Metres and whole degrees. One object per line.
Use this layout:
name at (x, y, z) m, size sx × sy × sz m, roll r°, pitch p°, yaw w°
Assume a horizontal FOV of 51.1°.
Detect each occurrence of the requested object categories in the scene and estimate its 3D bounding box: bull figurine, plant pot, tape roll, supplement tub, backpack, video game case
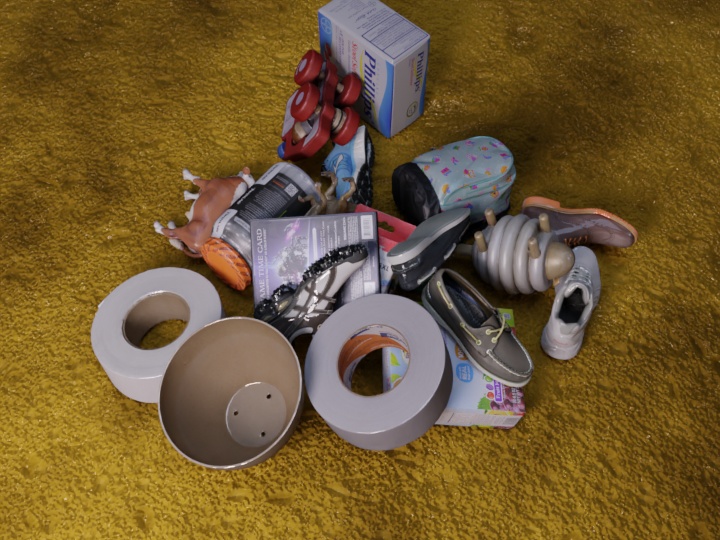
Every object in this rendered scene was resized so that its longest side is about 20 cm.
bull figurine at (-0.262, -0.111, 1.292) m, size 0.119 × 0.066 × 0.202 m, roll 13°, pitch 55°, yaw 13°
plant pot at (-0.163, 0.184, 1.046) m, size 0.196 × 0.135 × 0.204 m, roll -4°, pitch 64°, yaw 8°
tape roll at (0.025, 0.136, 1.024) m, size 0.196 × 0.067 × 0.204 m, roll -9°, pitch 55°, yaw 13°
supplement tub at (-0.159, -0.071, 1.230) m, size 0.121 × 0.123 × 0.200 m, roll 32°, pitch 61°, yaw 20°
tape roll at (-0.300, 0.094, 1.140) m, size 0.198 × 0.071 × 0.205 m, roll -3°, pitch 51°, yaw 4°
backpack at (0.168, -0.139, 1.272) m, size 0.196 × 0.128 × 0.168 m, roll -17°, pitch 55°, yaw -15°
video game case at (-0.068, -0.009, 1.127) m, size 0.196 × 0.019 × 0.146 m, roll -3°, pitch 91°, yaw 12°

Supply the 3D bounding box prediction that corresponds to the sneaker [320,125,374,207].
sneaker at (-0.027, -0.164, 1.334) m, size 0.088 × 0.079 × 0.203 m, roll -7°, pitch 51°, yaw 18°

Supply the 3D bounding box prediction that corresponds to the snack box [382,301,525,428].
snack box at (0.132, 0.137, 1.111) m, size 0.195 × 0.068 × 0.171 m, roll 4°, pitch 56°, yaw -7°

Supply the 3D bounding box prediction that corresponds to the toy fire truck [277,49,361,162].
toy fire truck at (-0.089, -0.278, 1.354) m, size 0.111 × 0.167 × 0.203 m, roll 24°, pitch 50°, yaw -28°

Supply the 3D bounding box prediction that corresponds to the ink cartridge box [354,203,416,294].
ink cartridge box at (0.000, 0.000, 1.168) m, size 0.114 × 0.067 × 0.203 m, roll 22°, pitch 86°, yaw 15°

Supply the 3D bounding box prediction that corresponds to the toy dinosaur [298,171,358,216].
toy dinosaur at (-0.040, -0.106, 1.228) m, size 0.197 × 0.103 × 0.058 m, roll -14°, pitch 31°, yaw -33°

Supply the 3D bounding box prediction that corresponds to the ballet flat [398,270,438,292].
ballet flat at (0.049, -0.020, 1.232) m, size 0.196 × 0.068 × 0.063 m, roll 17°, pitch 48°, yaw 11°

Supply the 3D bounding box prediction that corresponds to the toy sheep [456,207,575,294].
toy sheep at (0.243, -0.028, 1.193) m, size 0.197 × 0.139 × 0.139 m, roll 13°, pitch 55°, yaw 34°

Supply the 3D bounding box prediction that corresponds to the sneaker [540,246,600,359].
sneaker at (0.340, 0.035, 1.172) m, size 0.076 × 0.100 × 0.203 m, roll 15°, pitch 58°, yaw 10°

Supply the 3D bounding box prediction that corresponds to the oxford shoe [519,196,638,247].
oxford shoe at (0.358, -0.061, 1.258) m, size 0.196 × 0.072 × 0.074 m, roll 14°, pitch 60°, yaw 22°

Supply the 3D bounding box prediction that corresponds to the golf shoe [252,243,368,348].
golf shoe at (-0.058, 0.040, 1.089) m, size 0.198 × 0.078 × 0.095 m, roll -35°, pitch 99°, yaw 15°

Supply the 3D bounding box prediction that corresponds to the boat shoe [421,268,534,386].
boat shoe at (0.171, 0.080, 1.073) m, size 0.202 × 0.061 × 0.072 m, roll 45°, pitch 56°, yaw 12°

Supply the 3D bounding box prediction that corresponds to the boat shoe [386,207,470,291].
boat shoe at (0.109, -0.036, 1.132) m, size 0.075 × 0.061 × 0.199 m, roll -4°, pitch 23°, yaw 46°

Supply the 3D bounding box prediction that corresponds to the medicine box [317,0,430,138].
medicine box at (0.023, -0.385, 1.398) m, size 0.102 × 0.184 × 0.200 m, roll -37°, pitch 63°, yaw -23°
